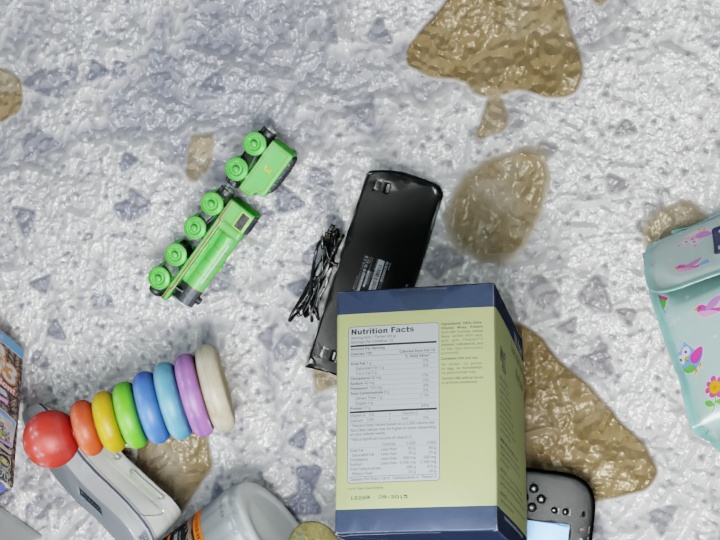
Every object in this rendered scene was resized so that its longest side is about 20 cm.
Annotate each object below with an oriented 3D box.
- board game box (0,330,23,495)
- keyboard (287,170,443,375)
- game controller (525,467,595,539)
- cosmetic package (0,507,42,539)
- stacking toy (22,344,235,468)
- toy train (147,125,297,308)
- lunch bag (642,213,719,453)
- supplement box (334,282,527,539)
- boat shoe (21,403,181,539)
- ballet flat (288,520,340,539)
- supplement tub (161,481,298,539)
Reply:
[{"bbox_3d":[-0.415,0.151,1.502,0.159,0.201,0.097,-34,124,16],"label":"board game box"},{"bbox_3d":[0.000,0.000,1.479,0.103,0.040,0.202,18,97,-9],"label":"keyboard"},{"bbox_3d":[0.154,0.279,1.434,0.103,0.042,0.202,7,95,16],"label":"game controller"},{"bbox_3d":[-0.419,0.329,1.584,0.107,0.085,0.201,33,100,12],"label":"cosmetic package"},{"bbox_3d":[-0.222,0.135,1.487,0.198,0.085,0.086,-16,88,-3],"label":"stacking toy"},{"bbox_3d":[-0.131,-0.048,1.506,0.056,0.042,0.201,36,102,1],"label":"toy train"},{"bbox_3d":[0.336,0.030,1.321,0.169,0.122,0.201,-25,58,22],"label":"lunch bag"},{"bbox_3d":[0.064,0.135,1.343,0.133,0.200,0.202,-3,73,12],"label":"supplement box"},{"bbox_3d":[-0.250,0.189,1.539,0.200,0.070,0.071,38,146,30],"label":"boat shoe"},{"bbox_3d":[-0.039,0.316,1.331,0.070,0.071,0.202,-1,91,16],"label":"ballet flat"},{"bbox_3d":[-0.149,0.301,1.483,0.200,0.122,0.123,-39,82,14],"label":"supplement tub"}]
